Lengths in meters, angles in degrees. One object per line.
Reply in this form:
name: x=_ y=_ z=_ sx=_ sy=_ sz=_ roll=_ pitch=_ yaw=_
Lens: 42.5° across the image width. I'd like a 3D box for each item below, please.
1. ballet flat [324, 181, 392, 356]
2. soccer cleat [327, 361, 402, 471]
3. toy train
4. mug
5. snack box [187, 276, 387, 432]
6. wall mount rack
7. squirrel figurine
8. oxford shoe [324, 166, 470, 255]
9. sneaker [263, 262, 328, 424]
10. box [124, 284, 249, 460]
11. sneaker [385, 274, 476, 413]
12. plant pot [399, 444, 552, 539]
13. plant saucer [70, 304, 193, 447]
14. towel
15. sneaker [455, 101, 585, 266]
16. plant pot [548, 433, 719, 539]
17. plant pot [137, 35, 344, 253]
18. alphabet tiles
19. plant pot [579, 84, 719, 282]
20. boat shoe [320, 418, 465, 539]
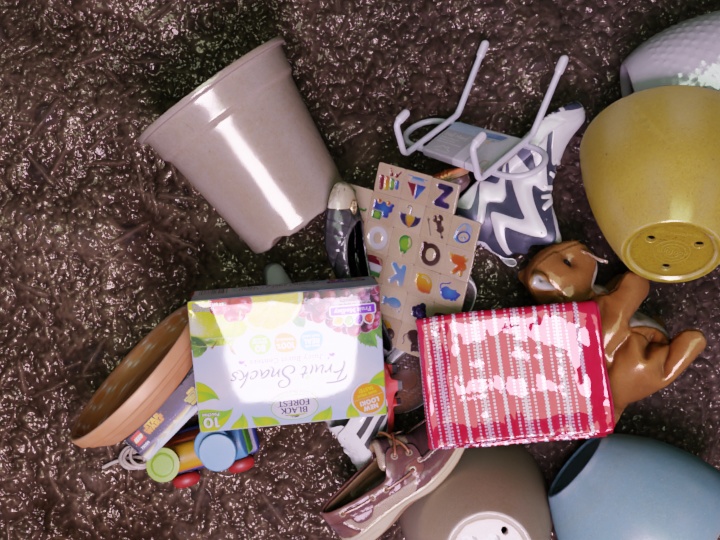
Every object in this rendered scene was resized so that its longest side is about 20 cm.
ballet flat: x=0.000 y=0.000 z=1.026 sx=0.056 sy=0.066 sz=0.202 roll=-2 pitch=105 yaw=30
soccer cleat: x=0.004 y=0.196 z=1.075 sx=0.084 sy=0.069 sz=0.202 roll=-2 pitch=112 yaw=-7
toy train: x=-0.224 y=0.220 z=1.081 sx=0.198 sy=0.116 sz=0.086 roll=-16 pitch=89 yaw=2
mug: x=0.394 y=-0.188 z=1.050 sx=0.173 sy=0.148 sz=0.202 roll=-12 pitch=120 yaw=8
snack box: x=-0.075 y=0.088 z=0.979 sx=0.197 sy=0.053 sz=0.144 roll=-5 pitch=103 yaw=-4
wall mount rack: x=0.139 y=-0.179 z=1.048 sx=0.199 sy=0.075 sz=0.173 roll=25 pitch=55 yaw=40
squirrel figurine: x=0.243 y=0.072 z=1.043 sx=0.186 sy=0.142 sz=0.200 roll=40 pitch=99 yaw=-5
oxford shoe: x=0.055 y=-0.050 z=1.085 sx=0.199 sy=0.071 sz=0.073 roll=-35 pitch=89 yaw=20
sneaker: x=-0.053 y=0.077 z=1.103 sx=0.080 sy=0.070 sz=0.202 roll=-27 pitch=96 yaw=-4
box: x=-0.185 y=0.112 z=1.067 sx=0.200 sy=0.137 sz=0.040 roll=-45 pitch=104 yaw=2
sneaker: x=0.078 y=0.077 z=1.099 sx=0.072 sy=0.085 sz=0.201 roll=23 pitch=112 yaw=-13
plant pot: x=0.133 y=0.288 z=1.023 sx=0.185 sy=0.200 sz=0.190 roll=0 pitch=91 yaw=3
plant saucer: x=-0.245 y=0.124 z=1.047 sx=0.200 sy=0.200 sz=0.037 roll=-45 pitch=105 yaw=2
towel: x=0.163 y=0.112 z=0.983 sx=0.197 sy=0.022 sz=0.147 roll=-6 pitch=89 yaw=6
sneaker: x=0.212 y=-0.089 z=1.080 sx=0.199 sy=0.079 sz=0.130 roll=-44 pitch=89 yaw=2
plant pot: x=0.287 y=0.259 z=1.019 sx=0.134 sy=0.200 sz=0.201 roll=40 pitch=92 yaw=6
plant pot: x=-0.117 y=-0.130 z=1.053 sx=0.200 sy=0.201 sz=0.184 roll=-35 pitch=100 yaw=2
alphabet tiles: x=0.046 y=-0.011 z=1.040 sx=0.165 sy=0.006 sz=0.202 roll=18 pitch=106 yaw=23
plant pot: x=0.331 y=-0.074 z=0.991 sx=0.198 sy=0.201 sz=0.143 roll=12 pitch=54 yaw=3
boat shoe: x=0.038 y=0.213 z=1.018 sx=0.200 sy=0.072 sz=0.072 roll=-43 pitch=114 yaw=-3
